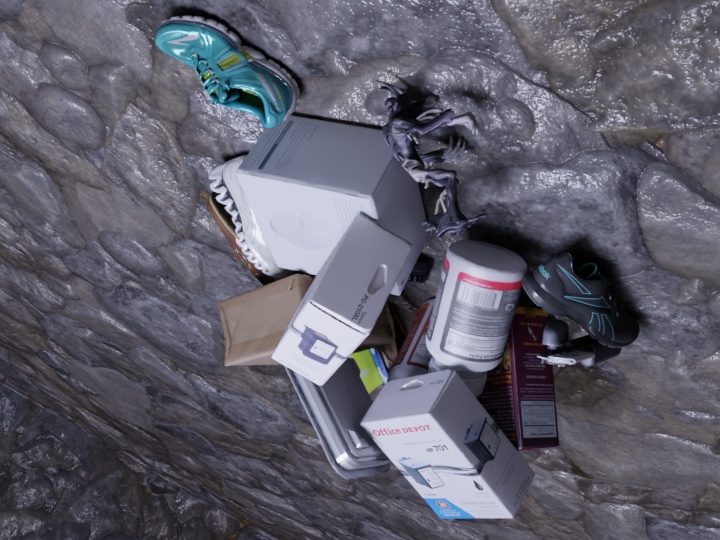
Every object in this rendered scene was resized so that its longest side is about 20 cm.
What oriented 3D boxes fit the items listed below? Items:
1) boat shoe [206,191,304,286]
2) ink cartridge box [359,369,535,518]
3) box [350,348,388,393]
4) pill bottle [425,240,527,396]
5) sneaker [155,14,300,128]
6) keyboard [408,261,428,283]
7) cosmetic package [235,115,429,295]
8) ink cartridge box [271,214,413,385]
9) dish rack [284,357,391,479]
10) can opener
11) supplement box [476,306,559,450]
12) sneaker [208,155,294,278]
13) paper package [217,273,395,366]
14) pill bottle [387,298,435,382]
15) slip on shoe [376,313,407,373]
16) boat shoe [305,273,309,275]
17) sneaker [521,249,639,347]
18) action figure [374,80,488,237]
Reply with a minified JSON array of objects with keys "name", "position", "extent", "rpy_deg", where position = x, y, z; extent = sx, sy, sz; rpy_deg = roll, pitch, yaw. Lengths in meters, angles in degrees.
[{"name":"boat shoe","position":[-0.177,-0.039,1.387],"extent":[0.200,0.072,0.068],"rpy_deg":[48,129,0]},{"name":"ink cartridge box","position":[0.119,0.244,1.207],"extent":[0.146,0.086,0.200],"rpy_deg":[-19,117,49]},{"name":"box","position":[-0.033,0.127,1.509],"extent":[0.200,0.048,0.122],"rpy_deg":[41,162,39]},{"name":"pill bottle","position":[0.151,0.069,1.200],"extent":[0.110,0.111,0.201],"rpy_deg":[19,112,16]},{"name":"sneaker","position":[-0.173,-0.251,1.103],"extent":[0.200,0.080,0.078],"rpy_deg":[30,150,-1]},{"name":"keyboard","position":[0.000,0.000,1.312],"extent":[0.199,0.040,0.104],"rpy_deg":[7,161,3]},{"name":"cosmetic package","position":[-0.029,-0.089,1.185],"extent":[0.199,0.123,0.200],"rpy_deg":[15,147,25]},{"name":"ink cartridge box","position":[-0.027,0.041,1.116],"extent":[0.084,0.145,0.200],"rpy_deg":[30,150,-4]},{"name":"dish rack","position":[-0.020,0.197,1.264],"extent":[0.044,0.200,0.171],"rpy_deg":[-37,157,20]},{"name":"can opener","position":[0.300,0.094,1.187],"extent":[0.053,0.067,0.200],"rpy_deg":[4,-174,35]},{"name":"supplement box","position":[0.214,0.160,1.276],"extent":[0.085,0.201,0.110],"rpy_deg":[6,166,-36]},{"name":"sneaker","position":[-0.148,-0.079,1.311],"extent":[0.081,0.075,0.200],"rpy_deg":[-22,103,36]},{"name":"paper package","position":[-0.085,0.081,1.347],"extent":[0.190,0.104,0.200],"rpy_deg":[-19,165,37]},{"name":"pill bottle","position":[0.109,0.151,1.355],"extent":[0.112,0.200,0.112],"rpy_deg":[21,149,13]},{"name":"slip on shoe","position":[0.067,0.141,1.511],"extent":[0.060,0.076,0.200],"rpy_deg":[-7,130,28]},{"name":"boat shoe","position":[-0.107,0.003,1.450],"extent":[0.066,0.070,0.200],"rpy_deg":[39,155,-17]},{"name":"sneaker","position":[0.307,0.039,1.150],"extent":[0.200,0.076,0.079],"rpy_deg":[26,116,-29]},{"name":"action figure","position":[0.088,-0.142,1.035],"extent":[0.119,0.102,0.201],"rpy_deg":[75,174,-85]}]
